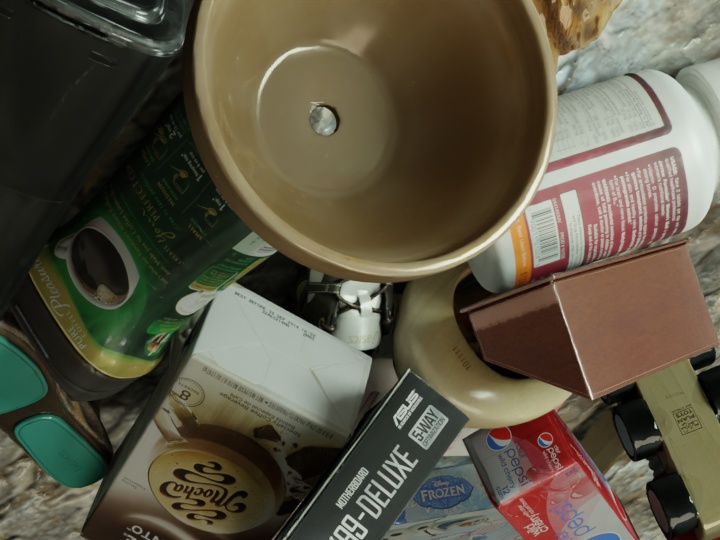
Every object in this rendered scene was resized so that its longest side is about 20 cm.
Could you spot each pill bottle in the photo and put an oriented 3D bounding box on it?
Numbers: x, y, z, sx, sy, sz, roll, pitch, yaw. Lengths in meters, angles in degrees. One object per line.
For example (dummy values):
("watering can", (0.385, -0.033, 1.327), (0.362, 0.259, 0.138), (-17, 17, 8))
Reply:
("pill bottle", (0.159, -0.066, 0.951), (0.198, 0.110, 0.110), (-18, 142, -8))

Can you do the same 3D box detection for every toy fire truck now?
("toy fire truck", (0.241, 0.154, 1.214), (0.127, 0.178, 0.200), (-21, 157, -4))

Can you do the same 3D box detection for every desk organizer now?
("desk organizer", (0.156, 0.036, 0.954), (0.071, 0.078, 0.199), (-22, 174, 37))

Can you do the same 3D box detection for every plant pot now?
("plant pot", (-0.005, -0.089, 0.766), (0.198, 0.204, 0.093), (-3, 173, -25))

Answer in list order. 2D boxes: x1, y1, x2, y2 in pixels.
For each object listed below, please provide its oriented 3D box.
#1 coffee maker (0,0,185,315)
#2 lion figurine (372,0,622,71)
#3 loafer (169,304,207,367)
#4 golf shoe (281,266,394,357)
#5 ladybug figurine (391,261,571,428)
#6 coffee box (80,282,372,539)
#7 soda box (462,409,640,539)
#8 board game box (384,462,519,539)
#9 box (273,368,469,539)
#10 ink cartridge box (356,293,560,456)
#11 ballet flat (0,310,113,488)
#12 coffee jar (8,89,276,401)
("coffee maker", (-0.171, -0.070, 0.694), (0.134, 0.193, 0.200), (5, 136, -43))
("lion figurine", (0.061, -0.146, 0.838), (0.197, 0.073, 0.124), (-7, 130, -13))
("loafer", (-0.091, 0.088, 1.038), (0.069, 0.070, 0.202), (-3, 126, 6))
("golf shoe", (0.000, 0.000, 0.957), (0.077, 0.095, 0.201), (-6, 137, -15))
("ladybug figurine", (0.090, 0.041, 1.013), (0.199, 0.136, 0.072), (-30, 170, -44))
("coffee box", (-0.090, 0.117, 0.960), (0.112, 0.080, 0.201), (28, 129, -9))
("soda box", (0.149, 0.171, 1.089), (0.070, 0.064, 0.200), (-30, 142, 8))
("board game box", (0.061, 0.205, 1.220), (0.197, 0.044, 0.200), (-5, 159, -21))
("box", (-0.010, 0.153, 0.929), (0.158, 0.050, 0.200), (-52, 177, -13))
("ink cartridge box", (0.060, 0.080, 1.104), (0.198, 0.068, 0.117), (4, 135, -33))
("ballet flat", (-0.219, 0.069, 0.944), (0.067, 0.068, 0.201), (-16, 142, 3))
("coffee jar", (-0.119, -0.015, 0.865), (0.200, 0.105, 0.085), (-40, 166, 20))
